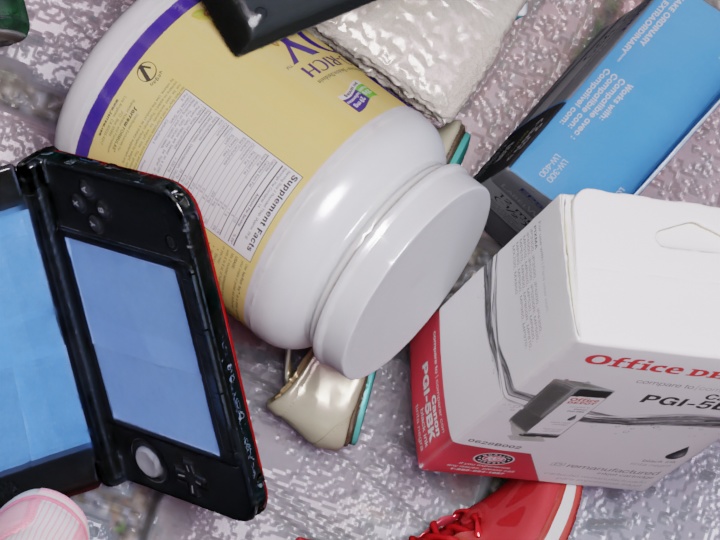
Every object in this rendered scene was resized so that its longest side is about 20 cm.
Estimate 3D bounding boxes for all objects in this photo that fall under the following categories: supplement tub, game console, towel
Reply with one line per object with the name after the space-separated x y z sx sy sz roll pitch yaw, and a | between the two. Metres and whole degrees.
-0.046 -0.050 1.344 0.200 0.146 0.146 37 77 16 | supplement tub
-0.159 0.052 1.320 0.118 0.172 0.201 -35 126 -36 | game console
0.003 -0.185 1.401 0.199 0.034 0.133 35 79 -8 | towel

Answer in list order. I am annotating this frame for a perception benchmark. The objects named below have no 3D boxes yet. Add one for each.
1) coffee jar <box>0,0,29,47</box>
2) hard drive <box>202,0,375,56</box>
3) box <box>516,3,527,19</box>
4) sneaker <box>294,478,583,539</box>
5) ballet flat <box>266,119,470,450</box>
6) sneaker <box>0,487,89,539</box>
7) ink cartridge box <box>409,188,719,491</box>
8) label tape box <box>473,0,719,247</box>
-0.240 -0.213 1.356 0.085 0.104 0.201 -13 90 11 | coffee jar
-0.016 -0.208 1.339 0.199 0.033 0.140 -25 80 -31 | hard drive
-0.002 -0.195 1.444 0.199 0.049 0.083 9 83 -13 | box
0.030 0.160 1.415 0.115 0.078 0.200 39 77 -10 | sneaker
0.000 0.000 1.427 0.069 0.069 0.201 23 81 -11 | ballet flat
-0.208 0.211 1.315 0.075 0.105 0.201 31 100 -10 | sneaker
0.130 0.042 1.339 0.146 0.200 0.083 7 65 -20 | ink cartridge box
0.138 -0.083 1.394 0.066 0.200 0.143 42 78 -2 | label tape box
